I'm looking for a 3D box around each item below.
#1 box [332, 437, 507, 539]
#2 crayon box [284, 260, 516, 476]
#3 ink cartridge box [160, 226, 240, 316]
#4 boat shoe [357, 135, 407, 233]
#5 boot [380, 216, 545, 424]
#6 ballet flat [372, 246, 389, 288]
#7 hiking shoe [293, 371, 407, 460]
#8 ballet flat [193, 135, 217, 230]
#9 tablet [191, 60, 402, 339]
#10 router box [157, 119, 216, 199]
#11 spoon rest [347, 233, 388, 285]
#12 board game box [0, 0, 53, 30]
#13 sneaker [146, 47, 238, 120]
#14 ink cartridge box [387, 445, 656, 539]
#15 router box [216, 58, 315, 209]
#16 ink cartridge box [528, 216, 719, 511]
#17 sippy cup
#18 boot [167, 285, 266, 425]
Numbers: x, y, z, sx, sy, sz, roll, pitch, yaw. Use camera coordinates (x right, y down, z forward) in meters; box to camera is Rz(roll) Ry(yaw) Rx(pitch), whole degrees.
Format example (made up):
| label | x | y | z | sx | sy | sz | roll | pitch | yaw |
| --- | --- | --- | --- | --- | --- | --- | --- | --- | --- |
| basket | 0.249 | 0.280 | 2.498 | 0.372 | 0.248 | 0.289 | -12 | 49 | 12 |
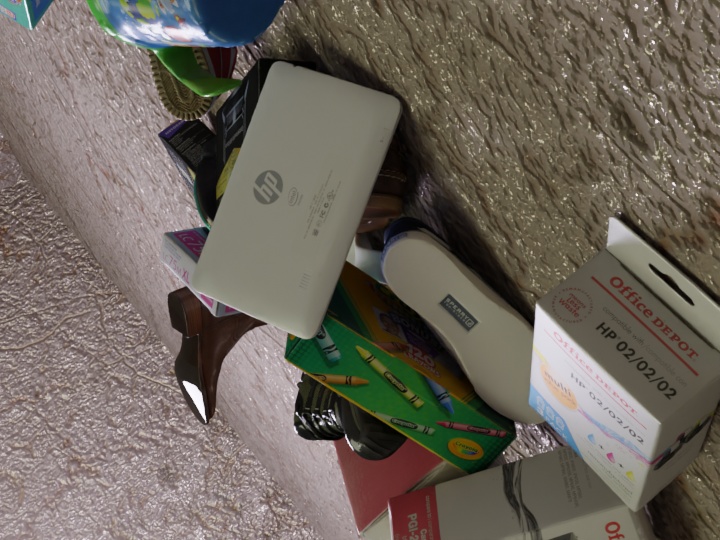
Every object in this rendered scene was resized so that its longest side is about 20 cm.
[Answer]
| label | x | y | z | sx | sy | sz | roll | pitch | yaw |
| --- | --- | --- | --- | --- | --- | --- | --- | --- | --- |
| box | 0.056 | 0.173 | 1.148 | 0.128 | 0.109 | 0.200 | 39 | -163 | -30 |
| crayon box | 0.033 | 0.077 | 1.044 | 0.200 | 0.058 | 0.119 | 33 | -159 | -15 |
| ink cartridge box | -0.093 | -0.012 | 1.284 | 0.119 | 0.200 | 0.042 | 40 | 126 | 40 |
| boat shoe | -0.002 | -0.073 | 1.068 | 0.200 | 0.070 | 0.071 | 160 | 112 | -72 |
| boot | 0.095 | 0.036 | 1.030 | 0.200 | 0.073 | 0.090 | 50 | -168 | -12 |
| ballet flat | 0.038 | 0.072 | 1.247 | 0.200 | 0.065 | 0.070 | 59 | 167 | -16 |
| hiking shoe | -0.012 | 0.127 | 1.107 | 0.076 | 0.101 | 0.200 | 31 | -165 | -19 |
| ballet flat | -0.135 | -0.104 | 1.290 | 0.073 | 0.073 | 0.200 | 61 | -172 | -25 |
| tablet | -0.054 | -0.059 | 0.977 | 0.130 | 0.200 | 0.014 | 22 | -179 | 29 |
| router box | -0.151 | -0.078 | 1.485 | 0.157 | 0.052 | 0.200 | 44 | 167 | 33 |
| spoon rest | 0.000 | 0.000 | 1.156 | 0.061 | 0.100 | 0.200 | 21 | 170 | -29 |
| board game box | -0.225 | -0.303 | 0.959 | 0.045 | 0.200 | 0.152 | 31 | 166 | -3 |
| sneaker | -0.165 | -0.246 | 1.145 | 0.112 | 0.071 | 0.201 | -68 | -28 | -74 |
| ink cartridge box | 0.141 | 0.234 | 1.018 | 0.085 | 0.200 | 0.146 | -96 | -17 | -54 |
| router box | -0.088 | -0.089 | 1.115 | 0.200 | 0.052 | 0.158 | 161 | 109 | -72 |
| ink cartridge box | 0.175 | 0.067 | 0.820 | 0.115 | 0.068 | 0.200 | 46 | 163 | 27 |
| sippy cup | -0.133 | -0.237 | 0.987 | 0.130 | 0.140 | 0.178 | 22 | 167 | 43 |
| boot | -0.115 | 0.067 | 1.406 | 0.064 | 0.200 | 0.187 | 36 | 137 | 42 |
